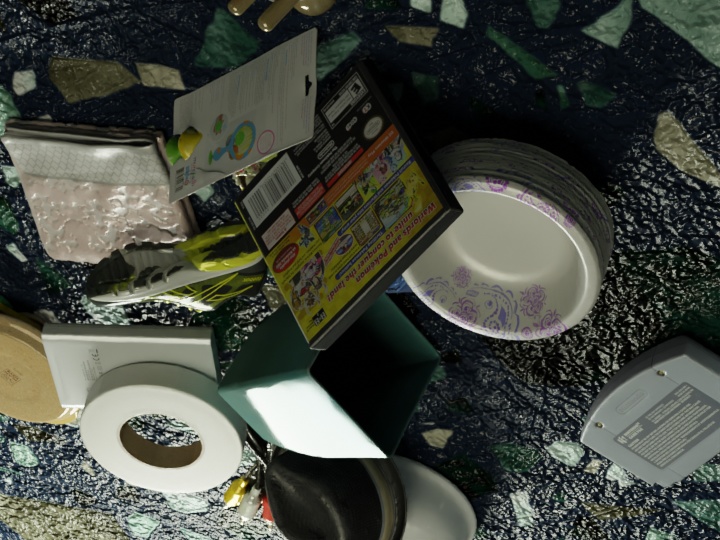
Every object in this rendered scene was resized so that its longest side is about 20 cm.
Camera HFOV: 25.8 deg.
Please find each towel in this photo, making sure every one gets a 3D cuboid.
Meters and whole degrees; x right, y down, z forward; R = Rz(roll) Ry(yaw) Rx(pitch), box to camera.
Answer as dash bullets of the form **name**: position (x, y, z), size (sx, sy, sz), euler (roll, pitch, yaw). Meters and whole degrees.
- **towel**: position (-0.274, -0.076, 1.685), size (0.198, 0.032, 0.192), euler (6, 136, 22)

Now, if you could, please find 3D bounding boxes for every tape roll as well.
- **tape roll**: position (-0.235, 0.190, 1.874), size (0.201, 0.037, 0.204), euler (4, 134, 4)

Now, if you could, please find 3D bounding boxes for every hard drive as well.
- **hard drive**: position (-0.264, 0.115, 1.850), size (0.198, 0.026, 0.132), euler (1, 135, 5)

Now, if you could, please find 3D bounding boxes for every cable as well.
- **cable**: position (-0.118, 0.251, 1.936), size (0.097, 0.050, 0.201), euler (22, 140, 10)

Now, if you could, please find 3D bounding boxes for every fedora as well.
- **fedora**: position (-0.045, 0.266, 1.817), size (0.199, 0.091, 0.202), euler (3, 96, 31)

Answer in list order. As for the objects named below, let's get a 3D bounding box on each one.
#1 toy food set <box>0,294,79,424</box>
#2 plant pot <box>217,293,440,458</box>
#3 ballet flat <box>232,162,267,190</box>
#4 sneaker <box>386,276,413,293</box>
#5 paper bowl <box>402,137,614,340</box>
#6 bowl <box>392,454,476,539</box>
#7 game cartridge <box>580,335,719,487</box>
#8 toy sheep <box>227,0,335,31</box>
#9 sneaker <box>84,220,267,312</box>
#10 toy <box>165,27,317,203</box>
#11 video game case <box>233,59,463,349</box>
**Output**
- **toy food set**: position (-0.422, 0.115, 1.945), size (0.199, 0.049, 0.198), euler (32, 139, -7)
- **plant pot**: position (-0.050, 0.113, 1.697), size (0.199, 0.142, 0.141), euler (-13, 127, 45)
- **ballet flat**: position (-0.082, -0.050, 1.594), size (0.075, 0.064, 0.201), euler (-5, 132, 29)
- **sneaker**: position (0.000, 0.000, 1.562), size (0.199, 0.077, 0.076), euler (10, 141, -24)
- **paper bowl**: position (0.136, -0.040, 1.466), size (0.199, 0.105, 0.202), euler (14, 139, 13)
- **bowl**: position (0.034, 0.317, 1.904), size (0.200, 0.091, 0.202), euler (14, 138, 13)
- **game cartridge**: position (0.319, 0.146, 1.626), size (0.133, 0.042, 0.200), euler (35, 139, -5)
- **toy sheep**: position (-0.076, -0.287, 1.289), size (0.137, 0.139, 0.200), euler (-5, 143, 30)
- **sneaker**: position (-0.189, 0.015, 1.659), size (0.198, 0.075, 0.085), euler (-13, 132, 1)
- **toy**: position (-0.102, -0.138, 1.489), size (0.199, 0.116, 0.047), euler (-18, 150, 37)
- **video game case**: position (-0.016, -0.059, 1.445), size (0.025, 0.181, 0.200), euler (8, 134, -49)
